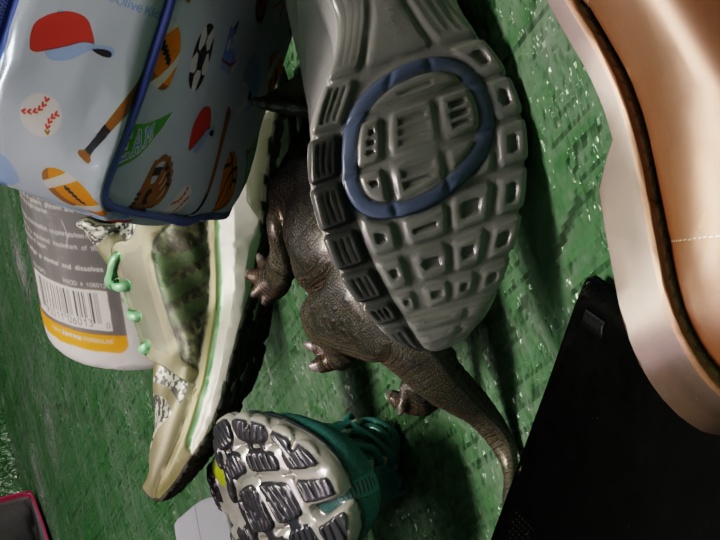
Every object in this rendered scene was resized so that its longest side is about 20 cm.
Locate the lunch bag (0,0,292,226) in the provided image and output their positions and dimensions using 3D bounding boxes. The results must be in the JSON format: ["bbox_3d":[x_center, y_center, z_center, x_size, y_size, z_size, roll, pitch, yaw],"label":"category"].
[{"bbox_3d":[-0.073,-0.099,0.838,0.200,0.075,0.162,-12,-62,-80],"label":"lunch bag"}]

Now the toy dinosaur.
[{"bbox_3d":[0.000,0.000,0.849,0.102,0.076,0.201,92,163,-66],"label":"toy dinosaur"}]

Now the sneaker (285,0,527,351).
[{"bbox_3d":[0.011,-0.070,0.785,0.087,0.074,0.202,89,171,-80],"label":"sneaker"}]

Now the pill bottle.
[{"bbox_3d":[-0.119,-0.061,1.163,0.116,0.115,0.202,-131,30,-60],"label":"pill bottle"}]

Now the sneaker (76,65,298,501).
[{"bbox_3d":[-0.085,0.001,1.031,0.077,0.088,0.202,-11,-68,-80],"label":"sneaker"}]

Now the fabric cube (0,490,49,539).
[{"bbox_3d":[-0.439,0.414,2.678,0.200,0.195,0.201,-121,22,-47],"label":"fabric cube"}]

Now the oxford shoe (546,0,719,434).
[{"bbox_3d":[0.083,-0.070,0.525,0.071,0.071,0.202,-29,74,46],"label":"oxford shoe"}]

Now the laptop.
[{"bbox_3d":[0.116,0.132,0.668,0.187,0.115,0.202,40,114,65],"label":"laptop"}]

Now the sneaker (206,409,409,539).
[{"bbox_3d":[-0.019,0.086,0.991,0.078,0.079,0.200,64,169,1],"label":"sneaker"}]

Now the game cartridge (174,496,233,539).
[{"bbox_3d":[-0.023,0.202,1.088,0.133,0.041,0.201,49,-169,-49],"label":"game cartridge"}]
